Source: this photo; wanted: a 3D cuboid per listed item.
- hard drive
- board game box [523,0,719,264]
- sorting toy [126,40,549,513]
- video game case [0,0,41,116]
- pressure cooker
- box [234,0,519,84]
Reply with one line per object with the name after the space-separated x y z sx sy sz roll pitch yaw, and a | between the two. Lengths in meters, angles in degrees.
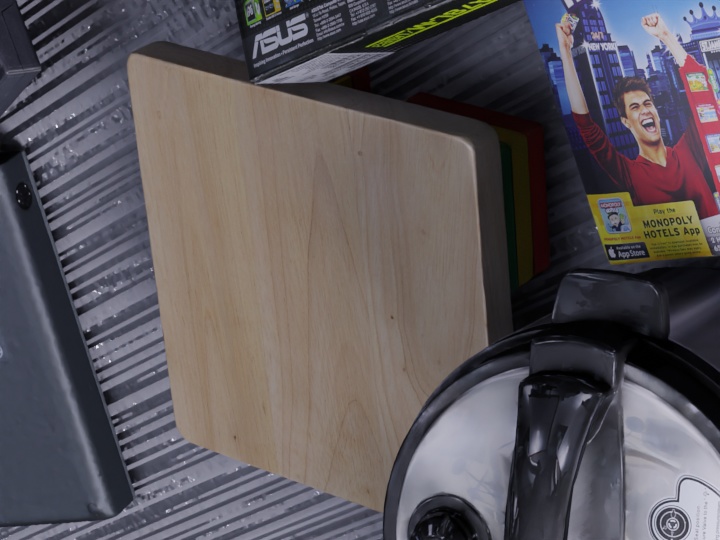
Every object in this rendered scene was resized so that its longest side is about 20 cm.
-0.209 0.042 1.542 0.139 0.033 0.201 -6 109 29 | hard drive
0.153 -0.110 1.106 0.200 0.062 0.201 -5 108 47 | board game box
0.000 0.000 1.313 0.198 0.070 0.201 17 125 37 | sorting toy
-0.238 -0.142 1.449 0.181 0.025 0.201 -41 67 48 | video game case
0.105 0.099 1.146 0.179 0.200 0.176 -40 81 27 | pressure cooker
0.009 -0.190 1.161 0.200 0.047 0.194 -19 78 50 | box
